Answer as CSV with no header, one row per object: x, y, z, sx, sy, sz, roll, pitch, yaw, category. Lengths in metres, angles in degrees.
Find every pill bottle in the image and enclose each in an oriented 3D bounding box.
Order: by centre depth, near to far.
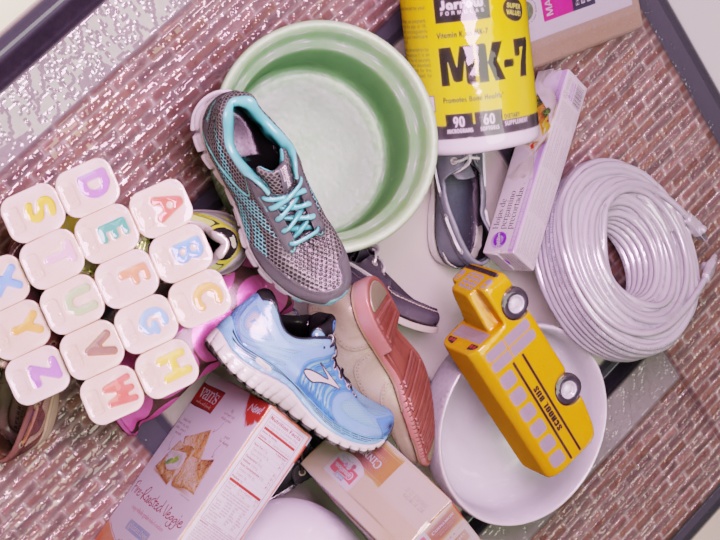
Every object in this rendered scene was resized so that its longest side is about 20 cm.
0.094,-0.210,1.553,0.113,0.114,0.203,-13,101,-26,pill bottle

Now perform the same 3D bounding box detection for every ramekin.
-0.039,-0.109,1.527,0.198,0.098,0.203,2,83,-14,ramekin

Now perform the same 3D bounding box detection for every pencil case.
-0.151,0.062,1.538,0.199,0.094,0.091,-36,90,-15,pencil case

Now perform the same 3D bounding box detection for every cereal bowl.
0.140,0.143,1.716,0.198,0.083,0.203,-6,102,-29,cereal bowl

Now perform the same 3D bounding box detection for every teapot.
-0.054,0.312,1.580,0.199,0.145,0.199,-37,131,-26,teapot

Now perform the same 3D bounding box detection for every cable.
0.253,-0.012,1.719,0.200,0.069,0.201,46,50,-18,cable

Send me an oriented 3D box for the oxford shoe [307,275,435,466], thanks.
0.014,0.096,1.596,0.073,0.071,0.202,-12,116,21,oxford shoe

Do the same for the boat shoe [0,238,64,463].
-0.282,0.065,1.447,0.071,0.072,0.202,16,109,10,boat shoe

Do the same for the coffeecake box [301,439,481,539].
0.051,0.242,1.610,0.073,0.153,0.200,-43,137,-7,coffeecake box

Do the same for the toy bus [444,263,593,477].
0.143,0.091,1.624,0.078,0.065,0.201,-41,116,-15,toy bus

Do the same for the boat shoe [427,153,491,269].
0.098,-0.099,1.657,0.072,0.062,0.203,-10,105,-28,boat shoe

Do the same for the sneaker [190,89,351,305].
-0.070,-0.060,1.414,0.077,0.091,0.201,-35,93,-14,sneaker

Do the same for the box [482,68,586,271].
0.168,-0.098,1.675,0.041,0.038,0.202,35,65,-43,box

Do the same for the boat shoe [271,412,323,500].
-0.051,0.158,1.627,0.200,0.056,0.069,-42,117,-16,boat shoe

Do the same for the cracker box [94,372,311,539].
-0.144,0.198,1.539,0.058,0.134,0.201,40,79,-27,cracker box

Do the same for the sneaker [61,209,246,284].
-0.194,-0.022,1.472,0.197,0.076,0.076,-9,88,-2,sneaker

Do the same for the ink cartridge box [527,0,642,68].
0.170,-0.304,1.651,0.164,0.075,0.202,-23,111,-25,ink cartridge box

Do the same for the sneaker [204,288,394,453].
-0.036,0.086,1.507,0.199,0.078,0.090,36,91,-33,sneaker

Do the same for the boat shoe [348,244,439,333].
0.000,0.000,1.617,0.199,0.073,0.063,26,88,-25,boat shoe

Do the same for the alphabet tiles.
-0.212,0.017,1.418,0.194,0.015,0.202,-24,93,-7,alphabet tiles
